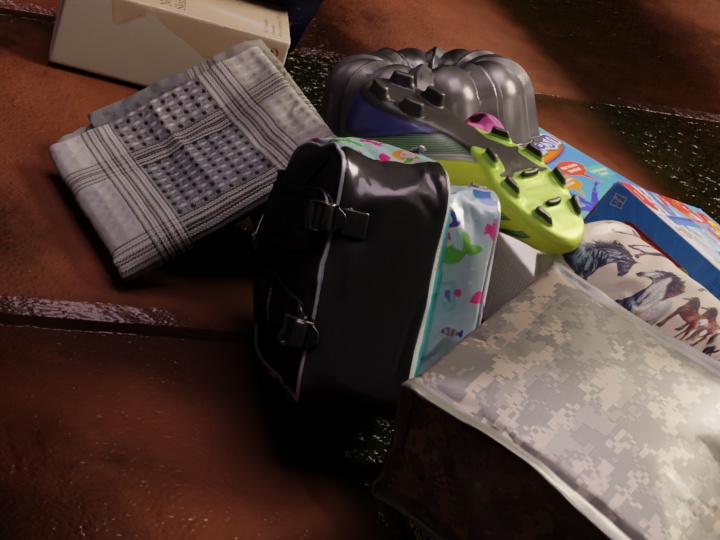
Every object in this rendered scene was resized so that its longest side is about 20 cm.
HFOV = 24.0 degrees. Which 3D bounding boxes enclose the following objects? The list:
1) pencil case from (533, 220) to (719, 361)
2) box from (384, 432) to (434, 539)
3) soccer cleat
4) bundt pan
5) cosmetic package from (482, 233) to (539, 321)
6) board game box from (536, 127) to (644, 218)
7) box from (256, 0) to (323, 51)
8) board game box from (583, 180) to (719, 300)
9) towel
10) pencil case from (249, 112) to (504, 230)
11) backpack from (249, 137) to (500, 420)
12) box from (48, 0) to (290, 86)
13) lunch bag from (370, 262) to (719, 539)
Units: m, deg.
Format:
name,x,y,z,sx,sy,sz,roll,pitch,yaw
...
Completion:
name,x,y,z,sx,sy,sz,roll,pitch,yaw
pencil case,0.198,0.042,1.124,0.089,0.078,0.200,-13,33,-19
box,0.127,0.163,1.062,0.200,0.044,0.160,11,28,-17
soccer cleat,0.072,-0.063,1.195,0.200,0.084,0.065,36,36,22
bundt pan,0.059,-0.151,1.473,0.202,0.076,0.202,0,16,0
cosmetic package,0.152,0.023,1.304,0.102,0.074,0.200,3,34,-29
board game box,0.176,-0.061,1.496,0.200,0.045,0.152,33,31,26
box,-0.098,-0.260,1.560,0.121,0.032,0.200,15,-14,-9
board game box,0.287,0.022,1.318,0.200,0.056,0.196,45,17,25
towel,-0.126,-0.093,1.261,0.193,0.035,0.200,-29,40,-7
pencil case,0.013,-0.066,1.287,0.200,0.091,0.094,-12,2,-9
backpack,0.000,0.000,1.118,0.151,0.178,0.200,10,4,-20
box,-0.169,-0.210,1.500,0.200,0.078,0.095,13,27,-13
lunch bag,0.138,0.112,0.967,0.200,0.118,0.164,33,44,22
